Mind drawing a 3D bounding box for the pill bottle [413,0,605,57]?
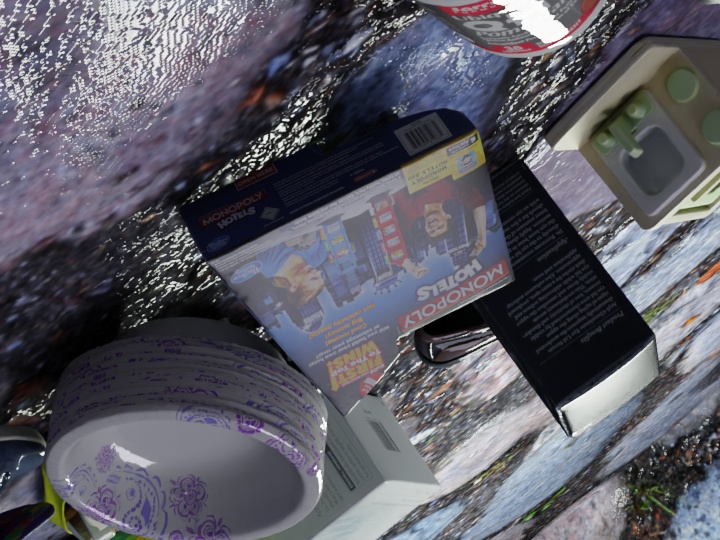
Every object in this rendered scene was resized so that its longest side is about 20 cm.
[{"bbox_3d":[0.063,-0.188,0.930,0.111,0.111,0.200,-40,162,13],"label":"pill bottle"}]

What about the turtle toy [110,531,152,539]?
[{"bbox_3d":[-0.193,0.271,1.615,0.199,0.101,0.146,-37,139,-6],"label":"turtle toy"}]

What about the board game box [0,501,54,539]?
[{"bbox_3d":[-0.321,0.207,1.274,0.157,0.039,0.200,-20,-168,37],"label":"board game box"}]

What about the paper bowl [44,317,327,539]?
[{"bbox_3d":[-0.123,0.109,1.253,0.199,0.105,0.201,3,146,2],"label":"paper bowl"}]

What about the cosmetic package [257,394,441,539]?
[{"bbox_3d":[-0.051,0.228,1.742,0.200,0.123,0.199,-38,162,10],"label":"cosmetic package"}]

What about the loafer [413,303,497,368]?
[{"bbox_3d":[0.140,0.026,1.680,0.199,0.072,0.063,-32,158,-4],"label":"loafer"}]

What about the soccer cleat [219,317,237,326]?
[{"bbox_3d":[-0.116,0.109,1.382,0.068,0.085,0.200,-26,160,-28],"label":"soccer cleat"}]

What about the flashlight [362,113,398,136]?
[{"bbox_3d":[0.007,-0.033,1.286,0.068,0.068,0.200,-43,170,-41],"label":"flashlight"}]

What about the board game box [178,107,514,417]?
[{"bbox_3d":[0.000,0.000,1.202,0.199,0.062,0.201,-26,137,-7],"label":"board game box"}]

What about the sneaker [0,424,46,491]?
[{"bbox_3d":[-0.294,0.175,1.215,0.199,0.085,0.075,-21,157,-41],"label":"sneaker"}]

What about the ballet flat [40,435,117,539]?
[{"bbox_3d":[-0.222,0.186,1.405,0.067,0.067,0.200,-31,162,-17],"label":"ballet flat"}]

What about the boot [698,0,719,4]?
[{"bbox_3d":[0.312,-0.276,1.223,0.199,0.077,0.168,-30,166,1],"label":"boot"}]

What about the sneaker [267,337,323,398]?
[{"bbox_3d":[-0.026,0.051,1.431,0.199,0.071,0.083,-32,155,-54],"label":"sneaker"}]

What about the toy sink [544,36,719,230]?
[{"bbox_3d":[0.275,-0.116,1.498,0.130,0.112,0.199,-46,160,27],"label":"toy sink"}]

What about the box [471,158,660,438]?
[{"bbox_3d":[0.161,0.028,1.500,0.104,0.201,0.148,-36,162,0],"label":"box"}]
